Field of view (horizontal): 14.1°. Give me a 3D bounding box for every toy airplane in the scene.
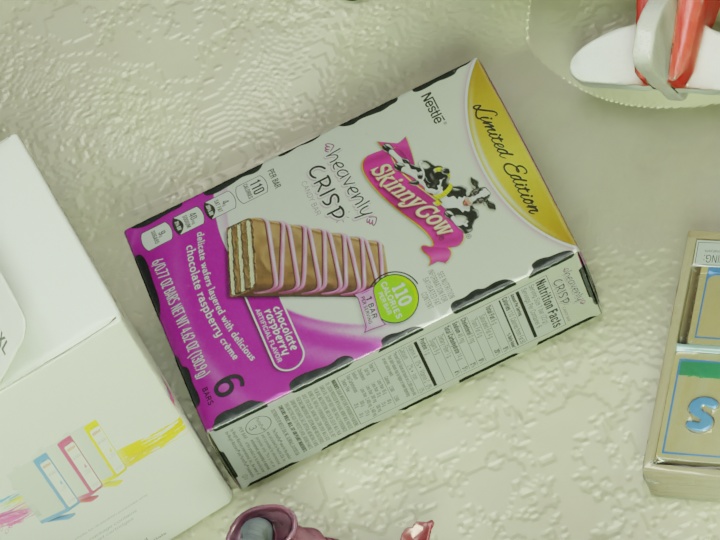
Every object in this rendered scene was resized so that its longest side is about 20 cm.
[{"bbox_3d":[0.159,-0.184,1.437,0.199,0.141,0.199,-32,55,-4],"label":"toy airplane"}]

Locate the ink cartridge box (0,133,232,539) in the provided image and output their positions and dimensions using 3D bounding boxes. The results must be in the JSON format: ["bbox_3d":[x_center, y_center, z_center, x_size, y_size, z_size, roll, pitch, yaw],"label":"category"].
[{"bbox_3d":[-0.165,0.048,1.355,0.125,0.200,0.129,-32,54,-4],"label":"ink cartridge box"}]

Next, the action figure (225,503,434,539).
[{"bbox_3d":[-0.045,0.175,1.319,0.199,0.135,0.149,-27,10,-16],"label":"action figure"}]

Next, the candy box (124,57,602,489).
[{"bbox_3d":[0.000,0.000,1.418,0.199,0.061,0.137,-26,53,0],"label":"candy box"}]

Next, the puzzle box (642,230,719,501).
[{"bbox_3d":[0.236,0.048,1.333,0.199,0.025,0.134,3,60,19],"label":"puzzle box"}]
